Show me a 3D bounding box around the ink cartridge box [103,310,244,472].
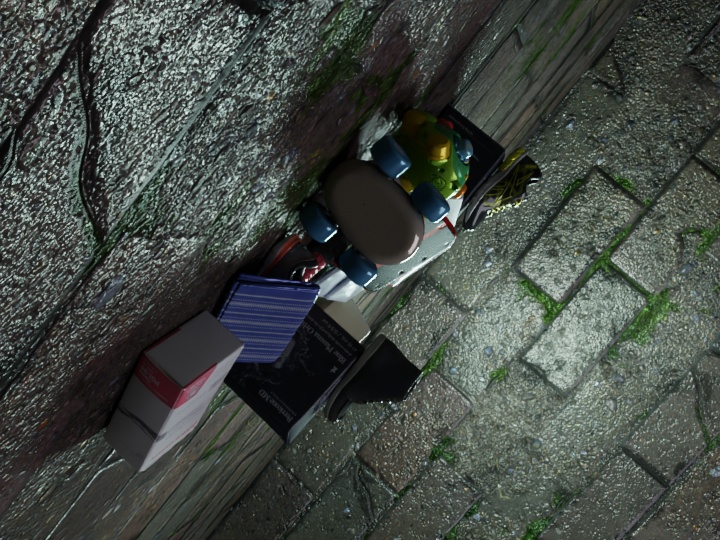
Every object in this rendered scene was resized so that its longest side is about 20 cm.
[{"bbox_3d":[-0.272,0.175,1.298,0.146,0.083,0.201,-38,165,-54],"label":"ink cartridge box"}]

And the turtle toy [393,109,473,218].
[{"bbox_3d":[0.114,-0.189,1.450,0.100,0.200,0.147,-14,135,-22],"label":"turtle toy"}]

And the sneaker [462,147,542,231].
[{"bbox_3d":[0.278,-0.148,1.751,0.200,0.084,0.075,-50,172,-6],"label":"sneaker"}]

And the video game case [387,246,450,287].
[{"bbox_3d":[0.067,-0.030,1.635,0.143,0.018,0.200,-36,154,19],"label":"video game case"}]

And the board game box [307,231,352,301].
[{"bbox_3d":[-0.098,0.026,1.724,0.134,0.034,0.201,-40,167,-49],"label":"board game box"}]

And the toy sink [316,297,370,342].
[{"bbox_3d":[-0.097,0.146,1.816,0.130,0.113,0.200,-17,-163,46],"label":"toy sink"}]

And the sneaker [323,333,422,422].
[{"bbox_3d":[0.018,0.216,1.565,0.201,0.106,0.075,-56,168,29],"label":"sneaker"}]

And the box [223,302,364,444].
[{"bbox_3d":[-0.130,0.156,1.571,0.200,0.196,0.118,-46,171,-19],"label":"box"}]

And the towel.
[{"bbox_3d":[-0.161,0.078,1.394,0.144,0.024,0.200,7,137,-29],"label":"towel"}]

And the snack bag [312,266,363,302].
[{"bbox_3d":[0.000,0.000,1.687,0.188,0.022,0.200,-35,164,12],"label":"snack bag"}]

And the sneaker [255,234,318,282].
[{"bbox_3d":[-0.138,0.041,1.413,0.201,0.082,0.077,-54,171,23],"label":"sneaker"}]

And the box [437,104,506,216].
[{"bbox_3d":[0.168,-0.194,1.760,0.200,0.148,0.104,-49,172,-1],"label":"box"}]

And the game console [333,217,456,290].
[{"bbox_3d":[0.064,-0.041,1.560,0.199,0.031,0.177,-32,153,9],"label":"game console"}]

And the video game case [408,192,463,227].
[{"bbox_3d":[0.075,-0.098,1.616,0.182,0.198,0.023,94,-5,-69],"label":"video game case"}]

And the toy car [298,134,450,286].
[{"bbox_3d":[0.029,-0.107,1.413,0.184,0.177,0.200,-41,-173,17],"label":"toy car"}]

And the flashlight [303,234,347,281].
[{"bbox_3d":[-0.096,0.006,1.540,0.200,0.068,0.068,-42,167,-38],"label":"flashlight"}]
